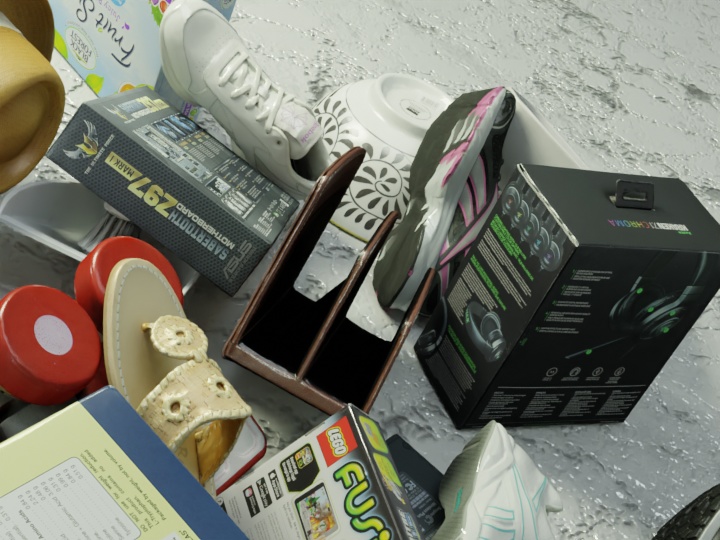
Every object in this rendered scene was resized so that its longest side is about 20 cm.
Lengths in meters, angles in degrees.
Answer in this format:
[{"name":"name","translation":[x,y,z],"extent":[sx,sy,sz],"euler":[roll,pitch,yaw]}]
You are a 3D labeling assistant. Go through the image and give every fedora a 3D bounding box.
[{"name":"fedora","translation":[-0.260,-0.105,0.872],"extent":[0.082,0.201,0.200],"euler":[35,34,19]}]

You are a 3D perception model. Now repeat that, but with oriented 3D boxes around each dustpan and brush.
[{"name":"dustpan and brush","translation":[-0.168,-0.037,0.960],"extent":[0.139,0.058,0.200],"euler":[25,4,-1]}]

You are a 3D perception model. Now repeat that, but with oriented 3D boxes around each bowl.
[{"name":"bowl","translation":[0.036,-0.113,1.180],"extent":[0.200,0.094,0.201],"euler":[19,35,-14]},{"name":"bowl","translation":[0.178,-0.063,1.173],"extent":[0.200,0.075,0.200],"euler":[48,12,7]}]

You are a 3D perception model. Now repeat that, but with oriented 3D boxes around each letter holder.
[{"name":"letter holder","translation":[0.000,0.000,0.904],"extent":[0.100,0.143,0.200],"euler":[29,12,2]}]

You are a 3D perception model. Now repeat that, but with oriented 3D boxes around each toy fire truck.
[{"name":"toy fire truck","translation":[-0.153,0.090,0.777],"extent":[0.168,0.112,0.200],"euler":[52,35,0]}]

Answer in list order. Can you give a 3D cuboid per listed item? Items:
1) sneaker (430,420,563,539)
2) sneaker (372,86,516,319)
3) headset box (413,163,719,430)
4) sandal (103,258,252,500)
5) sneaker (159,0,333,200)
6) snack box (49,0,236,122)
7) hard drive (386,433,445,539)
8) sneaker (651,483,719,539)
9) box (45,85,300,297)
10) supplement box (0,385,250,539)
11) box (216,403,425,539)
[{"name":"sneaker","translation":[0.079,0.173,0.792],"extent":[0.080,0.070,0.200],"euler":[39,37,-4]},{"name":"sneaker","translation":[0.084,-0.051,1.080],"extent":[0.086,0.201,0.080],"euler":[25,-1,-26]},{"name":"headset box","translation":[0.165,0.018,1.000],"extent":[0.173,0.201,0.093],"euler":[1,42,-33]},{"name":"sandal","translation":[-0.088,0.094,0.735],"extent":[0.077,0.069,0.213],"euler":[5,77,-58]},{"name":"sneaker","translation":[-0.080,-0.136,1.044],"extent":[0.099,0.200,0.075],"euler":[4,50,43]},{"name":"snack box","translation":[-0.196,-0.238,1.115],"extent":[0.067,0.169,0.200],"euler":[-15,53,-42]},{"name":"hard drive","translation":[0.056,0.201,0.828],"extent":[0.200,0.033,0.139],"euler":[40,35,18]},{"name":"sneaker","translation":[0.242,0.228,0.909],"extent":[0.088,0.076,0.200],"euler":[45,38,0]},{"name":"box","translation":[-0.128,-0.064,0.958],"extent":[0.157,0.051,0.200],"euler":[38,10,-5]},{"name":"supplement box","translation":[-0.138,0.197,0.573],"extent":[0.199,0.135,0.200],"euler":[-28,61,-37]},{"name":"box","translation":[-0.009,0.185,0.726],"extent":[0.035,0.110,0.201],"euler":[39,22,-47]}]
